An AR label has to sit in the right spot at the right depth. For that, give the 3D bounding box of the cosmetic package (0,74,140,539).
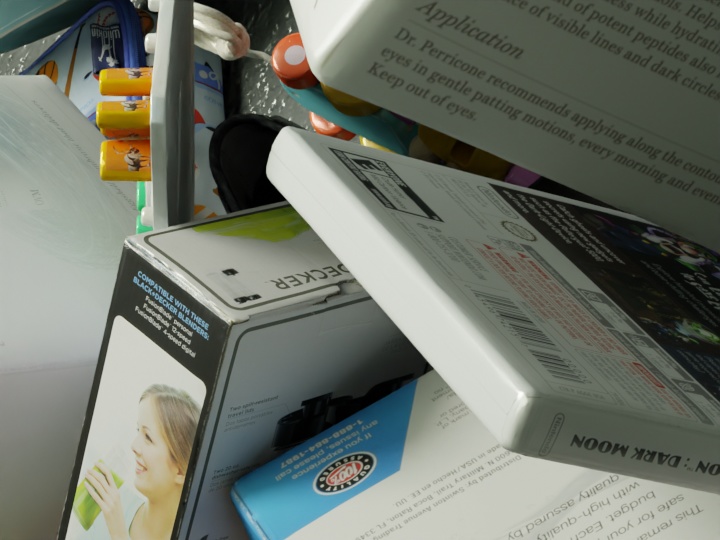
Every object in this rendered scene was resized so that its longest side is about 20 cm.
[{"bbox_3d":[-0.176,0.017,1.191,0.199,0.200,0.123,45,120,28],"label":"cosmetic package"}]

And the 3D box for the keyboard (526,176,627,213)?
[{"bbox_3d":[0.044,0.045,1.059,0.200,0.040,0.104,-40,44,22],"label":"keyboard"}]

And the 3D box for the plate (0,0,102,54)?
[{"bbox_3d":[-0.133,-0.145,1.346,0.200,0.200,0.026,-25,92,50],"label":"plate"}]

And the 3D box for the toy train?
[{"bbox_3d":[0.009,-0.094,1.099,0.056,0.150,0.200,-57,25,-10],"label":"toy train"}]

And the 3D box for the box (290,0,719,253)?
[{"bbox_3d":[0.086,-0.150,0.948,0.171,0.199,0.200,-51,36,28],"label":"box"}]

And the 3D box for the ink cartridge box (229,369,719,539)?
[{"bbox_3d":[0.066,0.110,0.878,0.146,0.086,0.200,-29,35,-9],"label":"ink cartridge box"}]

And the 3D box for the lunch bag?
[{"bbox_3d":[-0.139,-0.033,1.358,0.200,0.075,0.161,-39,45,42],"label":"lunch bag"}]

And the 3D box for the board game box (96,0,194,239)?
[{"bbox_3d":[-0.080,-0.042,1.040,0.200,0.026,0.200,-91,3,-50],"label":"board game box"}]

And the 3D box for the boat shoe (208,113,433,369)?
[{"bbox_3d":[0.000,0.000,1.046,0.072,0.068,0.200,-47,44,9],"label":"boat shoe"}]

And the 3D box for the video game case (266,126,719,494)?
[{"bbox_3d":[0.083,0.019,0.873,0.200,0.181,0.023,48,120,56],"label":"video game case"}]

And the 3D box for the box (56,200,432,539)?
[{"bbox_3d":[-0.044,0.076,0.984,0.060,0.116,0.200,37,126,34],"label":"box"}]
